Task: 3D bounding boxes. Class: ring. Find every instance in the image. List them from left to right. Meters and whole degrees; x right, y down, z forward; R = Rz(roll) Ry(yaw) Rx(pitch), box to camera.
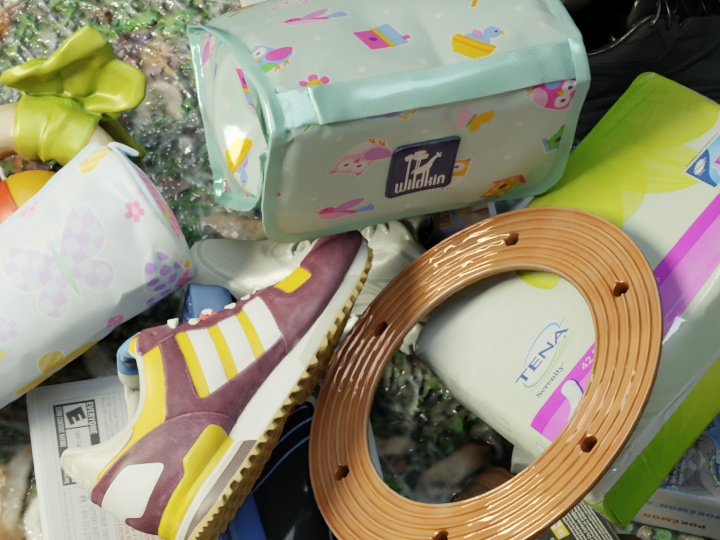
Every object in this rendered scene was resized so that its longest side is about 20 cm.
[{"bbox_3d":[0.059,0.057,1.026,0.200,0.019,0.201,-24,44,26],"label":"ring"}]

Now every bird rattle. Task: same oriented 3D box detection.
[{"bbox_3d":[-0.201,-0.044,1.206,0.200,0.113,0.163,-29,76,-16],"label":"bird rattle"}]

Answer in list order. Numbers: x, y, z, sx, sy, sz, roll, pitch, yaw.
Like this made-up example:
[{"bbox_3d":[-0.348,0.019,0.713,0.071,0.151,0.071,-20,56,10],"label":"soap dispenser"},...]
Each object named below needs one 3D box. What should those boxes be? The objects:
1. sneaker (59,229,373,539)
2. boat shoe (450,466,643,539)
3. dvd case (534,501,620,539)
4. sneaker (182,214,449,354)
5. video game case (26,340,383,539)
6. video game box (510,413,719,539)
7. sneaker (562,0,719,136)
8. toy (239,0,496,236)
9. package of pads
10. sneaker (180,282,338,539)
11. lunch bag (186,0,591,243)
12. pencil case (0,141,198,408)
[{"bbox_3d":[-0.067,0.040,1.052,0.090,0.075,0.200,29,54,5],"label":"sneaker"},{"bbox_3d":[0.128,0.162,1.080,0.200,0.072,0.068,28,61,20],"label":"boat shoe"},{"bbox_3d":[0.051,0.195,1.009,0.199,0.022,0.146,-25,52,-12],"label":"dvd case"},{"bbox_3d":[0.000,0.000,1.174,0.199,0.081,0.075,9,29,9],"label":"sneaker"},{"bbox_3d":[-0.075,0.136,1.125,0.181,0.023,0.201,-8,55,-7],"label":"video game case"},{"bbox_3d":[0.188,0.049,1.177,0.182,0.047,0.200,11,55,8],"label":"video game box"},{"bbox_3d":[0.181,-0.143,1.285,0.199,0.091,0.076,-20,56,-16],"label":"sneaker"},{"bbox_3d":[0.003,-0.104,1.209,0.115,0.047,0.201,-14,97,-3],"label":"toy"},{"bbox_3d":[0.135,0.007,1.067,0.200,0.068,0.154,-49,37,-4],"label":"package of pads"},{"bbox_3d":[-0.045,0.092,1.108,0.078,0.070,0.201,-3,55,-17],"label":"sneaker"},{"bbox_3d":[0.011,-0.086,1.083,0.170,0.200,0.122,-11,98,-13],"label":"lunch bag"},{"bbox_3d":[-0.186,0.016,1.139,0.200,0.083,0.091,-34,81,-4],"label":"pencil case"}]
